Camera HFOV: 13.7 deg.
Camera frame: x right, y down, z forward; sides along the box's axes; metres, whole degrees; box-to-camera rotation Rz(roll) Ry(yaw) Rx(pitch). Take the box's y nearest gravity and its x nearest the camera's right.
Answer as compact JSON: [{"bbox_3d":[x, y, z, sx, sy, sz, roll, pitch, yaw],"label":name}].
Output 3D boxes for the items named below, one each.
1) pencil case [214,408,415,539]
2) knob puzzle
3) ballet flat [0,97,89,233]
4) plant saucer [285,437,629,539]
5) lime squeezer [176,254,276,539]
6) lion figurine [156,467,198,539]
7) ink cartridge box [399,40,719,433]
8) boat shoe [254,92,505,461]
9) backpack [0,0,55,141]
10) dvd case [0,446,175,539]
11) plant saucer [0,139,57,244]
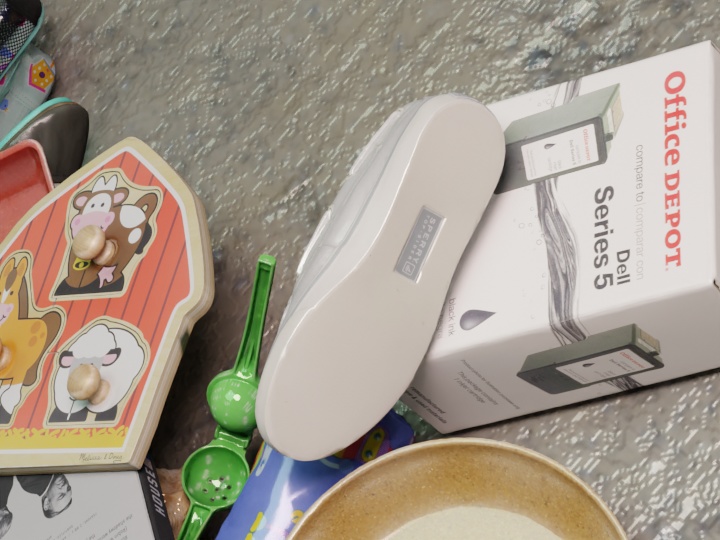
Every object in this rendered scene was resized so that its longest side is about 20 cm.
[{"bbox_3d":[-0.042,0.148,1.532,0.087,0.078,0.201,-7,55,64],"label":"pencil case"},{"bbox_3d":[-0.157,0.013,1.608,0.219,0.030,0.220,-25,47,30],"label":"knob puzzle"},{"bbox_3d":[-0.218,-0.013,1.775,0.200,0.068,0.068,-44,66,19],"label":"ballet flat"},{"bbox_3d":[0.046,0.182,1.452,0.199,0.035,0.201,-7,66,16],"label":"plant saucer"},{"bbox_3d":[-0.075,0.085,1.554,0.038,0.071,0.201,21,95,25],"label":"lime squeezer"},{"bbox_3d":[-0.147,0.201,1.584,0.122,0.072,0.201,-7,65,25],"label":"lion figurine"},{"bbox_3d":[0.109,-0.015,1.520,0.199,0.084,0.146,-16,55,29],"label":"ink cartridge box"},{"bbox_3d":[0.000,0.000,1.493,0.068,0.072,0.201,12,78,64],"label":"boat shoe"},{"bbox_3d":[-0.298,-0.105,1.825,0.175,0.153,0.200,14,62,43],"label":"backpack"},{"bbox_3d":[-0.169,0.135,1.572,0.150,0.025,0.200,-38,42,18],"label":"dvd case"},{"bbox_3d":[-0.229,0.055,1.717,0.199,0.037,0.201,-25,73,22],"label":"plant saucer"}]
